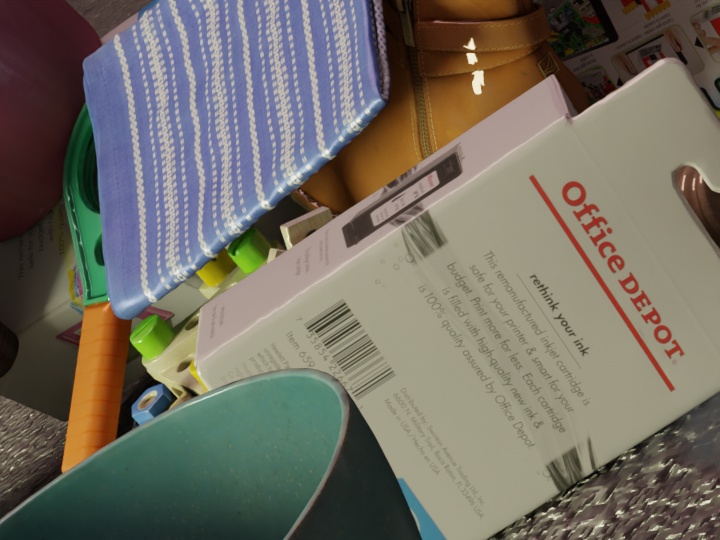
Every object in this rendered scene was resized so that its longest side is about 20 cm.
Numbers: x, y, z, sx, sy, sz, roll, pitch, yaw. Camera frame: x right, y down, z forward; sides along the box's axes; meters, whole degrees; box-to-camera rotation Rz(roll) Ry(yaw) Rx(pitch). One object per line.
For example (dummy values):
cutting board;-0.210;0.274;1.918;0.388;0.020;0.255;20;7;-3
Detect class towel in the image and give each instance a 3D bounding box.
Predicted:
towel;-0.059;-0.082;1.050;0.200;0.024;0.146;-38;49;41

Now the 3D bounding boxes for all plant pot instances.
plant pot;-0.230;-0.103;1.175;0.199;0.178;0.201;-25;52;36
plant pot;-0.049;0.143;0.670;0.199;0.135;0.200;-32;16;10

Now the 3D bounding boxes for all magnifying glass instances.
magnifying glass;-0.116;-0.003;1.125;0.079;0.022;0.202;-12;66;42

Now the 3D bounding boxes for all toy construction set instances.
toy construction set;-0.035;0.036;1.031;0.131;0.092;0.200;-47;9;-14

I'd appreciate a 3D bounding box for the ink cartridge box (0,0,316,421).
ink cartridge box;-0.119;-0.033;1.223;0.199;0.084;0.146;-29;51;33

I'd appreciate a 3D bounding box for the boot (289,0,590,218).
boot;0.016;-0.089;1.060;0.077;0.156;0.199;-38;36;-25

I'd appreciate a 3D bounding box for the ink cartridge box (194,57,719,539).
ink cartridge box;0.053;0.015;0.863;0.199;0.116;0.067;-33;15;8

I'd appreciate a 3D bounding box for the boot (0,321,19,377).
boot;-0.269;0.030;1.172;0.199;0.146;0.071;-26;48;35

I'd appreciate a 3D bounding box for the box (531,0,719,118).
box;0.155;-0.118;1.042;0.199;0.110;0.035;-25;18;31

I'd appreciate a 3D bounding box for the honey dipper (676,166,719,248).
honey dipper;0.086;-0.006;1.007;0.199;0.038;0.038;-21;21;51
